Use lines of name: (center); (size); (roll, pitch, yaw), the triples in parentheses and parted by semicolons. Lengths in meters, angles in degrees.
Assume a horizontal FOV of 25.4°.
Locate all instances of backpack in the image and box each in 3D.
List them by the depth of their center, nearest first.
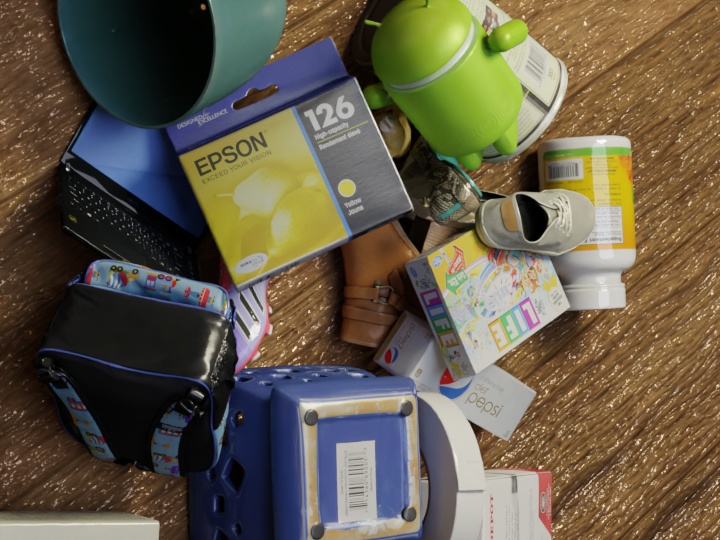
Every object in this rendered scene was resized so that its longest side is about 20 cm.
backpack: (-0.203, 0.105, 1.521); (0.181, 0.200, 0.135); (11, 56, 7)

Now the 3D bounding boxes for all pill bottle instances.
pill bottle: (0.269, -0.055, 1.896); (0.110, 0.111, 0.202); (-2, 89, -35)

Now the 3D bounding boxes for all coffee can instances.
coffee can: (0.111, -0.232, 1.772); (0.200, 0.146, 0.147); (36, 69, -29)

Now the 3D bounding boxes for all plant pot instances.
plant pot: (-0.167, -0.253, 1.558); (0.161, 0.200, 0.202); (-27, 103, -50)
plant pot: (-0.048, 0.198, 1.625); (0.199, 0.179, 0.202); (0, 88, -35)

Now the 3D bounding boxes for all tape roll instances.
tape roll: (0.058, 0.227, 1.667); (0.037, 0.202, 0.204); (4, 86, -31)

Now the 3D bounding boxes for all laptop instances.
laptop: (-0.199, -0.077, 1.576); (0.177, 0.200, 0.103); (35, 109, -28)

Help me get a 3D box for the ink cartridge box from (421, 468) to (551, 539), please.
ink cartridge box: (0.137, 0.295, 1.760); (0.200, 0.082, 0.148); (9, 82, -61)

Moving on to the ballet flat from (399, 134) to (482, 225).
ballet flat: (0.077, -0.099, 1.737); (0.075, 0.200, 0.068); (-38, 112, 7)

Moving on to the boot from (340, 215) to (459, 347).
boot: (0.000, 0.000, 1.741); (0.199, 0.077, 0.156); (19, 93, -25)

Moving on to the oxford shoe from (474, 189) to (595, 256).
oxford shoe: (0.206, -0.056, 1.757); (0.199, 0.058, 0.076); (-4, 77, -48)

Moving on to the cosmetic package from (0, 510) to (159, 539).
cosmetic package: (-0.299, 0.264, 1.494); (0.199, 0.103, 0.074); (5, 86, -33)

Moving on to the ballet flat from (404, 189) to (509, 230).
ballet flat: (0.132, -0.071, 1.819); (0.199, 0.046, 0.068); (9, 55, -24)

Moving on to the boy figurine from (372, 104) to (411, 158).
boy figurine: (-0.002, -0.137, 1.711); (0.200, 0.124, 0.065); (-28, 89, -49)

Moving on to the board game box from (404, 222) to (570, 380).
board game box: (0.141, 0.017, 1.730); (0.200, 0.034, 0.135); (-30, 99, -47)

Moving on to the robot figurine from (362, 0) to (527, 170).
robot figurine: (0.089, -0.197, 1.629); (0.200, 0.175, 0.116); (49, 34, -34)

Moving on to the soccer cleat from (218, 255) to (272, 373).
soccer cleat: (-0.123, 0.012, 1.637); (0.076, 0.066, 0.201); (36, 56, -32)

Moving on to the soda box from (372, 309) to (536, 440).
soda box: (0.106, 0.117, 1.768); (0.200, 0.064, 0.068); (32, 91, -45)

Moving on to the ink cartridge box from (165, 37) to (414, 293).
ink cartridge box: (-0.075, -0.110, 1.594); (0.197, 0.047, 0.201); (-25, 87, -5)
